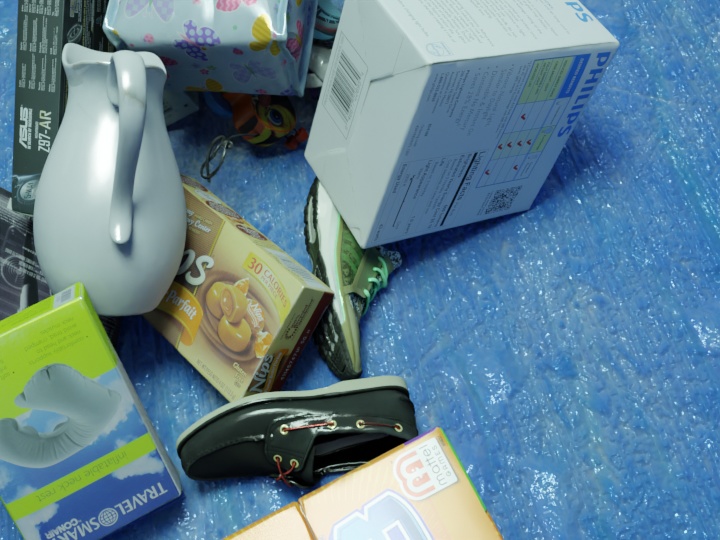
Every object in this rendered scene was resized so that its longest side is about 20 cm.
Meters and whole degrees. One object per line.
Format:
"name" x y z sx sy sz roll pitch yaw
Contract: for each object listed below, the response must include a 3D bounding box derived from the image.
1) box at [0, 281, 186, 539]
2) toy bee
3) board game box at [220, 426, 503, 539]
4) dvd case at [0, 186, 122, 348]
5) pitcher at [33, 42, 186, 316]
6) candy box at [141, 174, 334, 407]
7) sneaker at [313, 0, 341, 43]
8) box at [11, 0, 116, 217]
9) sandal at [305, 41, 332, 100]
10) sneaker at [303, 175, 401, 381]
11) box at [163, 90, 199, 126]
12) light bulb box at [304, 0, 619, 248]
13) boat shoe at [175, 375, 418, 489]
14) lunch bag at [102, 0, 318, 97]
"box" -0.221 0.127 0.665 0.120 0.204 0.048 -25 20 -10
"toy bee" -0.105 -0.169 0.884 0.130 0.107 0.205 3 76 52
"board game box" 0.012 0.263 0.552 0.196 0.201 0.202 -25 60 -9
"dvd case" -0.276 0.046 0.753 0.016 0.147 0.204 -23 49 37
"pitcher" -0.189 -0.067 0.676 0.118 0.205 0.171 2 12 -19
"candy box" -0.128 0.012 0.761 0.199 0.055 0.117 37 101 30
"sneaker" -0.076 -0.318 0.887 0.095 0.199 0.080 -39 30 22
"box" -0.247 -0.158 0.788 0.042 0.160 0.205 10 104 10
"sandal" -0.040 -0.200 0.916 0.203 0.082 0.050 48 115 33
"sneaker" 0.000 0.000 0.792 0.086 0.077 0.204 2 63 -14
"box" -0.225 -0.256 0.943 0.067 0.082 0.204 -21 56 18
"light bulb box" 0.079 -0.145 0.759 0.196 0.200 0.126 -14 55 -30
"boat shoe" -0.050 0.138 0.706 0.196 0.075 0.064 -10 50 -6
"lunch bag" -0.121 -0.269 0.795 0.165 0.127 0.205 3 74 7
